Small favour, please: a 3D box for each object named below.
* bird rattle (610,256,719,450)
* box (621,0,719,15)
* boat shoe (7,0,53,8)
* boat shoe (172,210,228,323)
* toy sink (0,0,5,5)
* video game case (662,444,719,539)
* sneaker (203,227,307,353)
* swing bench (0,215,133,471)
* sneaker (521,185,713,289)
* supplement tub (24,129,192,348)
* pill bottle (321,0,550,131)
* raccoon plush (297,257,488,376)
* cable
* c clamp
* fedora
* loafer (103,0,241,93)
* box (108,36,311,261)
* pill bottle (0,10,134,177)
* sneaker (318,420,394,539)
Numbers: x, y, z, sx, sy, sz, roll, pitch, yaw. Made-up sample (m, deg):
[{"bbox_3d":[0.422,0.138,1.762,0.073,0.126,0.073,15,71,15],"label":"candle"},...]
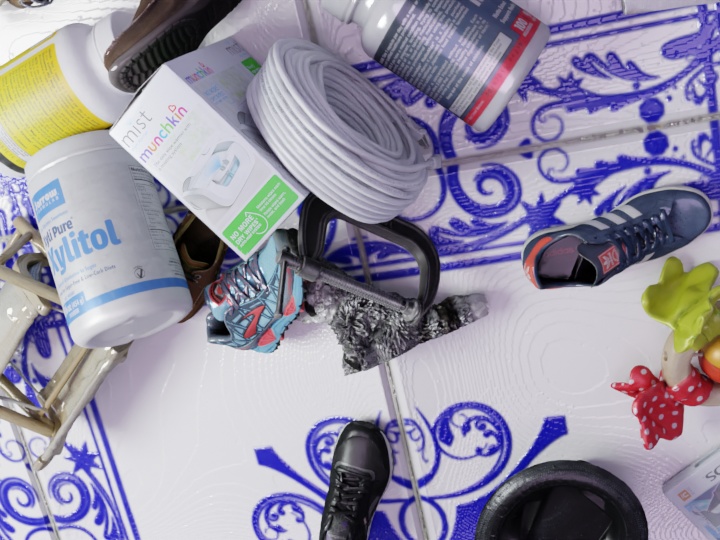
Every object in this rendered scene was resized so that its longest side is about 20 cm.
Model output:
[{"bbox_3d":[0.359,0.094,1.046,0.162,0.113,0.202,0,114,-6],"label":"bird rattle"},{"bbox_3d":[0.331,-0.327,0.917,0.198,0.048,0.160,-4,109,14],"label":"box"},{"bbox_3d":[-0.346,-0.314,1.057,0.199,0.072,0.073,13,117,18],"label":"boat shoe"},{"bbox_3d":[-0.187,-0.019,1.129,0.072,0.068,0.201,26,114,0],"label":"boat shoe"},{"bbox_3d":[-0.396,-0.299,0.967,0.199,0.130,0.112,-32,99,31],"label":"toy sink"},{"bbox_3d":[0.470,0.259,1.121,0.200,0.023,0.182,44,112,-6],"label":"video game case"},{"bbox_3d":[-0.117,0.029,1.080,0.095,0.080,0.200,2,142,-22],"label":"sneaker"},{"bbox_3d":[-0.382,0.086,1.180,0.199,0.130,0.199,35,113,-9],"label":"swing bench"},{"bbox_3d":[0.260,-0.024,1.026,0.199,0.085,0.075,-21,105,18],"label":"sneaker"},{"bbox_3d":[-0.266,-0.031,1.071,0.131,0.132,0.201,-25,79,19],"label":"supplement tub"},{"bbox_3d":[0.068,-0.235,0.968,0.199,0.120,0.120,33,113,-2],"label":"pill bottle"},{"bbox_3d":[0.024,0.024,1.114,0.199,0.097,0.135,-23,91,-11],"label":"raccoon plush"},{"bbox_3d":[-0.020,-0.136,0.979,0.200,0.200,0.069,46,115,-3],"label":"cable"},{"bbox_3d":[0.000,0.000,1.035,0.199,0.172,0.027,17,143,-26],"label":"c clamp"},{"bbox_3d":[0.225,0.283,1.143,0.199,0.092,0.202,4,111,10],"label":"fedora"},{"bbox_3d":[-0.187,-0.256,1.005,0.071,0.200,0.073,35,156,14],"label":"loafer"},{"bbox_3d":[-0.124,-0.127,1.005,0.176,0.200,0.097,44,112,-5],"label":"box"},{"bbox_3d":[-0.311,-0.188,1.068,0.199,0.113,0.113,-25,104,19],"label":"pill bottle"},{"bbox_3d":[-0.010,0.278,1.192,0.075,0.088,0.202,12,112,7],"label":"sneaker"}]
